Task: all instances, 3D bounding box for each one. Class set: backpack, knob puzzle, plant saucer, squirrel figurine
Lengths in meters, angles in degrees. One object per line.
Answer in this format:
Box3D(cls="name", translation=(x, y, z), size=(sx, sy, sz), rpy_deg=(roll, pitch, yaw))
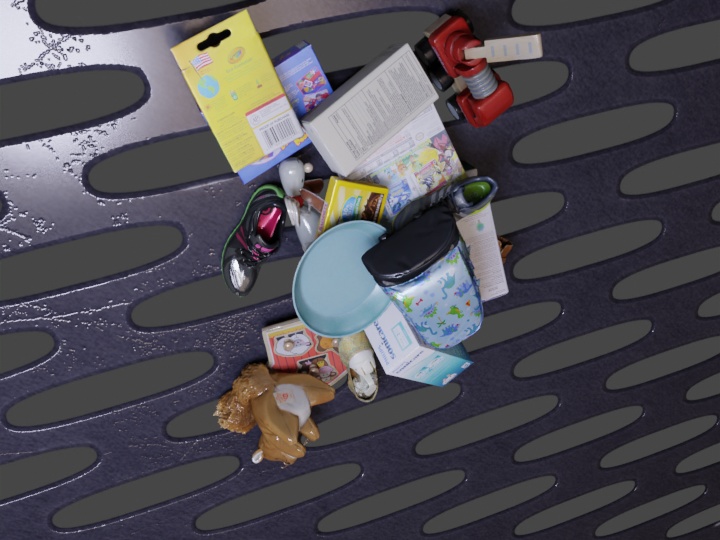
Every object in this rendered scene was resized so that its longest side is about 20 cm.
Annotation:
Box3D(cls="backpack", translation=(0.117, 0.026, 1.145), size=(0.161, 0.155, 0.201), rpy_deg=(-30, 144, 0))
Box3D(cls="knob puzzle", translation=(-0.081, 0.164, 1.354), size=(0.215, 0.031, 0.222), rpy_deg=(-9, 131, -11))
Box3D(cls="plant saucer", translation=(-0.025, 0.010, 1.152), size=(0.197, 0.036, 0.203), rpy_deg=(-13, 120, -24))
Box3D(cls="squirrel figurine", translation=(-0.170, 0.276, 1.352), size=(0.198, 0.142, 0.188), rpy_deg=(29, 138, 7))

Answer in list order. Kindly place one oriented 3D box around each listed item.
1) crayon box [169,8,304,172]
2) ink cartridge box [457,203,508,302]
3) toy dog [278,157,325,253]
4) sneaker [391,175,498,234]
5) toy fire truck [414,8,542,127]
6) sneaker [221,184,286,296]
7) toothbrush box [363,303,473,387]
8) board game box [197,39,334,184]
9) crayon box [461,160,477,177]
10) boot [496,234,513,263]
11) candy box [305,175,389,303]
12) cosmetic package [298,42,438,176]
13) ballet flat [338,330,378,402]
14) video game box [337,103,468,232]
Box3D(cls="crayon box", translation=(-0.179, -0.264, 1.058), size=(0.125, 0.051, 0.202), rpy_deg=(-28, 122, -6))
Box3D(cls="ink cartridge box", translation=(0.175, -0.009, 1.269), size=(0.134, 0.076, 0.204), rpy_deg=(-17, 100, -11))
Box3D(cls="toy dog", translation=(-0.067, -0.093, 1.204), size=(0.095, 0.133, 0.202), rpy_deg=(-16, 141, -2))
Box3D(cls="sneaker", translation=(0.138, -0.106, 1.171), size=(0.198, 0.081, 0.075), rpy_deg=(-31, 87, -12))
Box3D(cls="toy fire truck", translation=(0.202, -0.318, 1.143), size=(0.128, 0.200, 0.177), rpy_deg=(-37, 122, 1))
Box3D(cls="sneaker", translation=(-0.178, -0.044, 1.203), size=(0.076, 0.084, 0.203), rpy_deg=(14, 110, -25))
Box3D(cls="toothbrush box", translation=(0.098, 0.119, 1.313), size=(0.085, 0.148, 0.199), rpy_deg=(-42, 144, 21))
Box3D(cls="board game box", translation=(-0.137, -0.249, 1.138), size=(0.198, 0.045, 0.136), rpy_deg=(-32, 122, -4))
Box3D(cls="crayon box", translation=(0.115, -0.110, 1.303), size=(0.197, 0.052, 0.128), rpy_deg=(-16, 120, -14))
Box3D(cls="boot", translation=(0.194, -0.010, 1.359), size=(0.198, 0.074, 0.156), rpy_deg=(6, 122, -49))
Box3D(cls="candy box", translation=(-0.026, -0.046, 1.164), size=(0.101, 0.026, 0.203), rpy_deg=(6, 109, -28))
Box3D(cls="cosmetic package", translation=(0.013, -0.252, 1.124), size=(0.199, 0.071, 0.106), rpy_deg=(-39, 113, -8))
Box3D(cls="ballet flat", translation=(0.003, 0.182, 1.353), size=(0.070, 0.071, 0.202), rpy_deg=(-20, 141, -10))
Box3D(cls="video game box", translation=(0.063, -0.179, 1.212), size=(0.198, 0.047, 0.184), rpy_deg=(-30, 101, -10))
